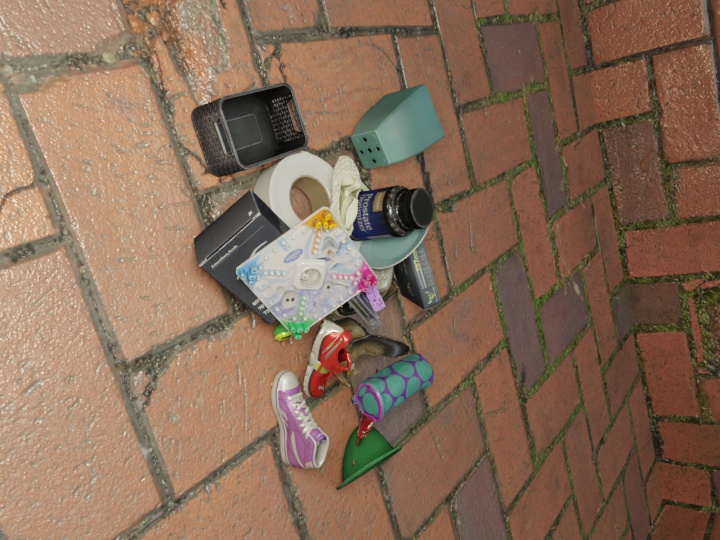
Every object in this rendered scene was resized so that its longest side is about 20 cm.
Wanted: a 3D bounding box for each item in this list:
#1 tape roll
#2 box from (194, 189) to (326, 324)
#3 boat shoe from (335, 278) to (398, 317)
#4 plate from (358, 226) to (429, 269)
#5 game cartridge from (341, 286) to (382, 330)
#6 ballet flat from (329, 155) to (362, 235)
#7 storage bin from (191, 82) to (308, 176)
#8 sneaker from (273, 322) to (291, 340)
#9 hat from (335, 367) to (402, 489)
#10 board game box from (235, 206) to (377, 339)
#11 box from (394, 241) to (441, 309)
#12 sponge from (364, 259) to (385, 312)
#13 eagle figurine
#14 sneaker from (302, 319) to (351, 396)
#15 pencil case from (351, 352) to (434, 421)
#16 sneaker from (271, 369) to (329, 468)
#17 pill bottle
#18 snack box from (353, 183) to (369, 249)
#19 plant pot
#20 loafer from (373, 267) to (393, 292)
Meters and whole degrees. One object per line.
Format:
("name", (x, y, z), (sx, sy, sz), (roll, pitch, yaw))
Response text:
("tape roll", (-0.122, -0.139, 1.281), (0.201, 0.071, 0.204), (9, 75, -38))
("box", (-0.186, -0.023, 1.144), (0.148, 0.105, 0.200), (-38, 126, 6))
("boat shoe", (0.016, 0.060, 1.458), (0.199, 0.060, 0.075), (-17, 100, -49))
("plate", (0.080, -0.083, 1.409), (0.026, 0.199, 0.201), (41, 57, -39))
("game cartridge", (-0.020, 0.037, 1.301), (0.130, 0.038, 0.200), (62, 5, 32))
("ballet flat", (-0.025, -0.151, 1.278), (0.072, 0.071, 0.202), (28, 63, -45))
("storage bin", (-0.211, -0.276, 1.198), (0.200, 0.093, 0.136), (-33, 111, -47))
("sneaker", (-0.127, 0.070, 1.296), (0.084, 0.074, 0.200), (45, 53, -8))
("hat", (-0.012, 0.365, 1.393), (0.199, 0.166, 0.177), (-26, 72, -21))
("board game box", (-0.091, 0.013, 1.123), (0.199, 0.026, 0.200), (-35, 127, 2))
("box", (0.122, -0.018, 1.517), (0.051, 0.158, 0.202), (-23, 108, -13))
("sponge", (0.000, 0.000, 1.310), (0.030, 0.200, 0.112), (-26, 114, -3))
("eagle figurine", (-0.009, 0.169, 1.367), (0.199, 0.151, 0.152), (-26, 75, -34))
("sneaker", (-0.062, 0.190, 1.226), (0.077, 0.084, 0.201), (-65, 172, -50))
("pencil case", (0.076, 0.252, 1.334), (0.199, 0.085, 0.093), (-20, 121, -46))
("sneaker", (-0.113, 0.301, 1.247), (0.072, 0.114, 0.202), (-16, 97, -47))
("pill bottle", (0.057, -0.127, 1.357), (0.111, 0.199, 0.113), (5, 83, -48))
("snack box", (-0.033, -0.121, 1.434), (0.116, 0.037, 0.201), (43, 56, -39))
("plant pot", (0.079, -0.341, 1.517), (0.200, 0.141, 0.142), (-43, 118, -34))
("loafer", (0.050, -0.025, 1.466), (0.070, 0.069, 0.201), (64, 20, -47))
